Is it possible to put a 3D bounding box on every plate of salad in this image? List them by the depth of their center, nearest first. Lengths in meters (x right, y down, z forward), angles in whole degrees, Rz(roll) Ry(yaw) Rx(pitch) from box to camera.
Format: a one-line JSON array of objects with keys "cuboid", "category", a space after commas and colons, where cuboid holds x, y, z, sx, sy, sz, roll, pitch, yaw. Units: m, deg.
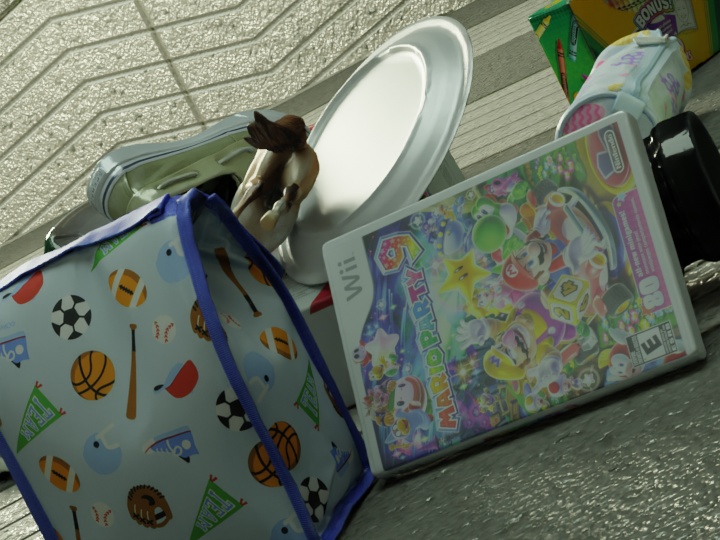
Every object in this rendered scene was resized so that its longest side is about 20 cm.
[{"cuboid": [0.014, -0.076, 1.231, 0.200, 0.048, 0.201, -40, 32, 32], "category": "plate of salad"}]

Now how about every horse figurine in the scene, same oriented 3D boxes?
[{"cuboid": [-0.070, -0.031, 1.208, 0.201, 0.050, 0.133, -63, 0, 38], "category": "horse figurine"}]

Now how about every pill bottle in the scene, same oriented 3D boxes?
[{"cuboid": [0.119, -0.014, 1.092, 0.199, 0.112, 0.112, -24, 11, 20], "category": "pill bottle"}]

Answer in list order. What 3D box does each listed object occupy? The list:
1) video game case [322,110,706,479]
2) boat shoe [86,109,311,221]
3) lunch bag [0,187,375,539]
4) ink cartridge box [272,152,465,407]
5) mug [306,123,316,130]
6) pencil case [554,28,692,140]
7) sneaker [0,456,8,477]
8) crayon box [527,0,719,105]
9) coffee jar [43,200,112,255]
[{"cuboid": [0.078, 0.015, 1.025, 0.199, 0.144, 0.018, -24, -23, 25], "category": "video game case"}, {"cuboid": [-0.100, -0.060, 1.307, 0.199, 0.062, 0.072, -20, -42, -43], "category": "boat shoe"}, {"cuboid": [-0.110, 0.070, 1.041, 0.169, 0.201, 0.124, -24, 11, 23], "category": "lunch bag"}, {"cuboid": [0.000, 0.000, 1.288, 0.145, 0.083, 0.200, -24, 25, 20], "category": "ink cartridge box"}, {"cuboid": [-0.095, -0.055, 1.895, 0.199, 0.179, 0.133, -14, -19, 39], "category": "mug"}, {"cuboid": [0.209, -0.125, 1.461, 0.091, 0.083, 0.200, -48, 2, 27], "category": "pencil case"}, {"cuboid": [-0.284, 0.125, 1.553, 0.199, 0.080, 0.074, -17, 13, 42], "category": "sneaker"}, {"cuboid": [0.255, -0.226, 1.722, 0.200, 0.119, 0.058, -36, 13, -36], "category": "crayon box"}, {"cuboid": [-0.181, 0.056, 1.330, 0.085, 0.201, 0.104, 17, 28, 15], "category": "coffee jar"}]
